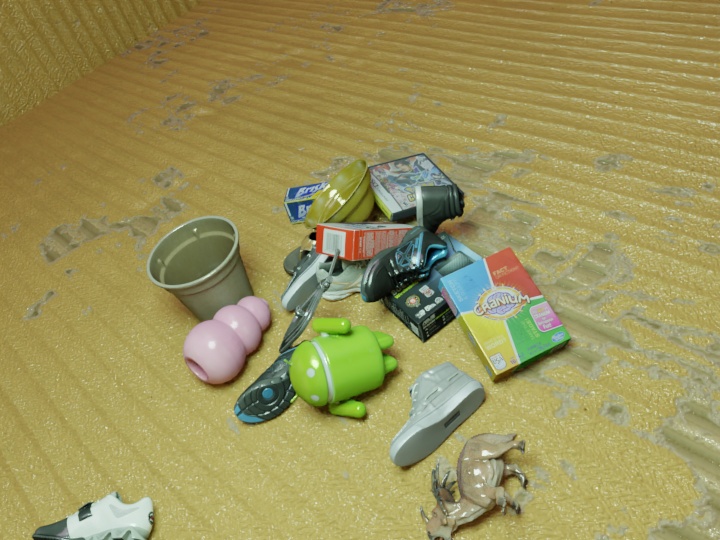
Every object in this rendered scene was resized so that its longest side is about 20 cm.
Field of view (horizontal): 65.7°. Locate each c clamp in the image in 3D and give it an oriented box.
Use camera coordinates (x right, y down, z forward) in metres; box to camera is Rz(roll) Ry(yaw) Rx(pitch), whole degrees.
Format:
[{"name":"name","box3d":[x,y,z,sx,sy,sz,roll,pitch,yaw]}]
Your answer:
[{"name":"c clamp","box3d":[-0.101,0.074,1.087,0.027,0.200,0.172,29,49,-12]}]

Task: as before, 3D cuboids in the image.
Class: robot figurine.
[{"name":"robot figurine","box3d":[-0.036,0.166,0.980,0.198,0.178,0.115,-13,11,-22]}]

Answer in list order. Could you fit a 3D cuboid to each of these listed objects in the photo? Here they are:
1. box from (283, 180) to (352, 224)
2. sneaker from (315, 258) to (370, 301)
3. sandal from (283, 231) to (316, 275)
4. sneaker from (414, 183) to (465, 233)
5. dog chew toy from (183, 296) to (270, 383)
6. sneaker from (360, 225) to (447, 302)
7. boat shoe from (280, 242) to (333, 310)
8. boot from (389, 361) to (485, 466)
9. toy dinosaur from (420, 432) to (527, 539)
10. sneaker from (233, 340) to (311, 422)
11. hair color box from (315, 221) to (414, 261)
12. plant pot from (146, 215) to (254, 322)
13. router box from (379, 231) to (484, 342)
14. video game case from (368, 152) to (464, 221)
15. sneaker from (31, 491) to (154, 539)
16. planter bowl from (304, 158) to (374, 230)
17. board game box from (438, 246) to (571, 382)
[{"name":"box","box3d":[-0.084,-0.172,1.370,0.197,0.071,0.065,-8,42,12]},{"name":"sneaker","box3d":[0.000,0.000,1.163,0.197,0.093,0.076,-16,45,4]},{"name":"sandal","box3d":[-0.093,-0.061,1.279,0.198,0.055,0.082,-30,45,-10]},{"name":"sneaker","box3d":[0.165,-0.111,1.149,0.098,0.200,0.072,-5,66,6]},{"name":"dog chew toy","box3d":[-0.255,0.128,1.115,0.123,0.126,0.200,18,47,32]},{"name":"sneaker","box3d":[0.082,-0.009,1.056,0.081,0.074,0.200,29,62,38]},{"name":"boat shoe","box3d":[-0.111,0.000,1.205,0.056,0.069,0.201,30,66,22]},{"name":"boot","box3d":[0.108,0.233,0.930,0.199,0.074,0.095,-31,39,-23]},{"name":"toy dinosaur","box3d":[0.170,0.301,0.830,0.134,0.087,0.201,4,43,31]},{"name":"sneaker","box3d":[-0.150,0.208,1.049,0.199,0.074,0.082,-35,20,-13]},{"name":"hair color box","box3d":[0.016,-0.064,1.152,0.110,0.065,0.199,12,12,41]},{"name":"plant pot","box3d":[-0.319,0.020,1.188,0.197,0.185,0.202,-9,46,9]},{"name":"router box","box3d":[0.147,0.027,1.108,0.199,0.063,0.150,-35,45,-15]},{"name":"video game case","box3d":[0.113,-0.202,1.313,0.198,0.026,0.181,-18,49,-22]},{"name":"sneaker","box3d":[-0.439,0.420,0.933,0.197,0.075,0.089,-4,46,2]},{"name":"planter bowl","box3d":[-0.029,-0.146,1.244,0.200,0.083,0.201,-40,25,22]},{"name":"board game box","box3d":[0.252,0.074,0.995,0.151,0.040,0.201,-24,64,-9]}]
